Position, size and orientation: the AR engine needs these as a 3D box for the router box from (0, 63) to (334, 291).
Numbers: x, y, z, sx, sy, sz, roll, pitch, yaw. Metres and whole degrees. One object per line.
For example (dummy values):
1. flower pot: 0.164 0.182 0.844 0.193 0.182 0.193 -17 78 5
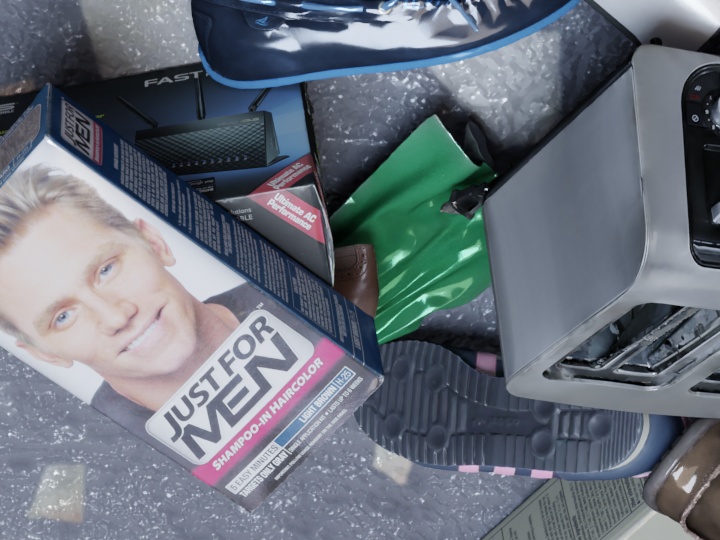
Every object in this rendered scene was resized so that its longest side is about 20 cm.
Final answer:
1. router box: -0.117 -0.038 1.153 0.200 0.150 0.062 -9 121 -1

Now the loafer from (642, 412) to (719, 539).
1. loafer: 0.223 0.126 1.230 0.200 0.071 0.073 23 107 -50

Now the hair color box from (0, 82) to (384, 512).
1. hair color box: -0.096 0.016 1.064 0.200 0.061 0.100 36 110 -22

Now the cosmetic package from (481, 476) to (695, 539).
1. cosmetic package: 0.124 0.188 1.339 0.087 0.103 0.200 39 111 -23

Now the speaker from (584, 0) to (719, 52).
1. speaker: 0.098 -0.188 1.098 0.200 0.081 0.081 39 110 -6

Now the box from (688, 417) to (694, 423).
1. box: 0.223 0.040 1.292 0.200 0.050 0.158 35 112 -23

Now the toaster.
1. toaster: 0.165 -0.012 1.114 0.181 0.119 0.200 8 155 -23

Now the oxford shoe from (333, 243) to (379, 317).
1. oxford shoe: -0.082 0.003 1.216 0.200 0.071 0.073 9 90 17

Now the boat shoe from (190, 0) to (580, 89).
1. boat shoe: 0.013 -0.140 1.146 0.200 0.084 0.069 -15 126 0

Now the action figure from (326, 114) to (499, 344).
1. action figure: 0.000 0.000 1.244 0.200 0.055 0.118 -35 119 22

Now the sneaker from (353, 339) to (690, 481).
1. sneaker: 0.087 0.082 1.256 0.082 0.200 0.070 14 87 -49
